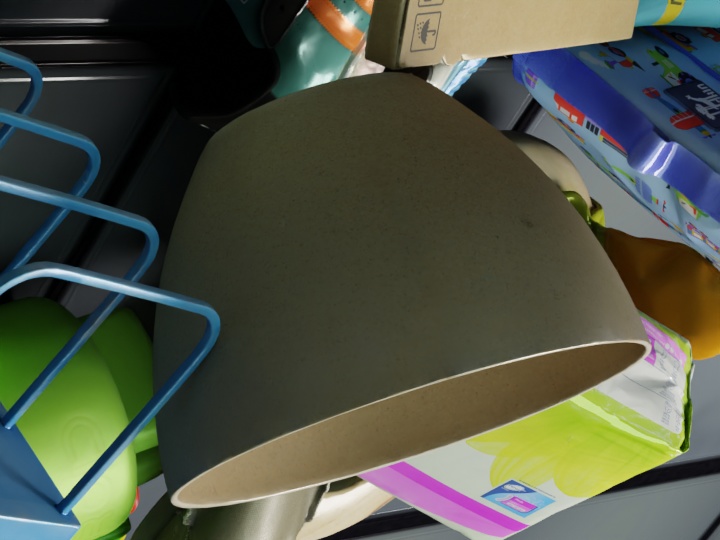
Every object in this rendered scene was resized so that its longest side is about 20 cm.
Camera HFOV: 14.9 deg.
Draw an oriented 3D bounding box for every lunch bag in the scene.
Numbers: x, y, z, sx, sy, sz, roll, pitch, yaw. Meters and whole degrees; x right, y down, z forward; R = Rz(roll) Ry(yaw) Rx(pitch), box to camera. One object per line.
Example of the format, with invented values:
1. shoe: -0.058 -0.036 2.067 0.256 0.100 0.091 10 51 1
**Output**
1. lunch bag: 0.153 -0.056 1.292 0.094 0.150 0.200 -53 166 15

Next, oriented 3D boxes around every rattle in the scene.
1. rattle: 0.058 0.000 1.308 0.200 0.143 0.130 23 110 -42

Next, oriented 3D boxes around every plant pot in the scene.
1. plant pot: 0.000 0.000 1.098 0.199 0.135 0.200 -18 170 -3

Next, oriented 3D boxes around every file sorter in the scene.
1. file sorter: -0.167 -0.014 1.029 0.123 0.200 0.139 -48 149 17

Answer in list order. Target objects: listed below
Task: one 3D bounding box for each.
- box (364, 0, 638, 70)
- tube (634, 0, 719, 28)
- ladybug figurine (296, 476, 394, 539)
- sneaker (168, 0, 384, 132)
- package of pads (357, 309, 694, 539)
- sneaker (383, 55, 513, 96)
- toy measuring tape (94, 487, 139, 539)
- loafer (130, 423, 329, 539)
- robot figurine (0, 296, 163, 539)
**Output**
1. box: 0.077 -0.185 1.116 0.163 0.021 0.201 -12 118 -48
2. tube: 0.154 -0.145 1.298 0.050 0.078 0.200 -10 175 30
3. ladybug figurine: -0.022 0.058 1.390 0.200 0.072 0.136 -34 115 -23
4. sneaker: -0.017 -0.131 1.145 0.080 0.071 0.200 -3 133 -36
5. package of pads: 0.041 0.044 1.285 0.200 0.068 0.154 30 141 -26
6. sneaker: 0.039 -0.103 1.243 0.200 0.078 0.090 -45 153 17
7. toy measuring tape: -0.159 0.121 1.407 0.073 0.074 0.200 -22 171 -23
8. loafer: -0.048 0.112 1.264 0.075 0.070 0.200 -2 146 -24
9. robot figurine: -0.181 0.084 1.246 0.199 0.116 0.176 -20 160 -25
